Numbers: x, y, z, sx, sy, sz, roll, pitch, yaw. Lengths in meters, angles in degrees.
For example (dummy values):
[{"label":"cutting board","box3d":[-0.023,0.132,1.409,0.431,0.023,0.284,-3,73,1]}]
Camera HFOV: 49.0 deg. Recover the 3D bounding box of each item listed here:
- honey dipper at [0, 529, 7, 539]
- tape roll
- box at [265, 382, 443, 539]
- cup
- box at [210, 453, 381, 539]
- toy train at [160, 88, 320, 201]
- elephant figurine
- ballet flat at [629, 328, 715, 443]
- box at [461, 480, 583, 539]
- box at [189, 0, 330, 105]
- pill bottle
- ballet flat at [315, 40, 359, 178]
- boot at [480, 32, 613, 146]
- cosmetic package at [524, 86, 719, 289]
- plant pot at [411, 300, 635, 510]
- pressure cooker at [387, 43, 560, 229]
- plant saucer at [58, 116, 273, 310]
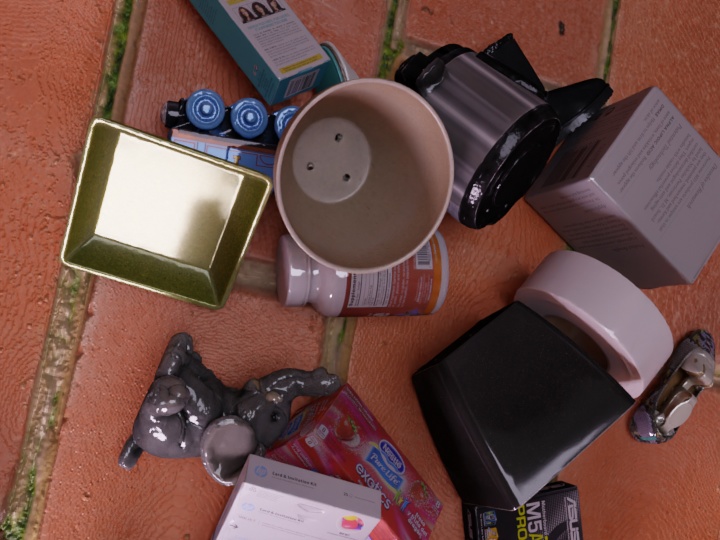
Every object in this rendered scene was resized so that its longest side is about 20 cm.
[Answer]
[{"label":"honey dipper","box3d":[-0.437,0.210,0.852,0.037,0.038,0.203,-22,92,-18]},{"label":"tape roll","box3d":[0.295,0.071,1.012,0.071,0.202,0.203,-46,100,-15]},{"label":"box","box3d":[-0.006,0.250,0.940,0.201,0.099,0.096,52,38,-8]},{"label":"cup","box3d":[-0.013,-0.114,0.880,0.196,0.143,0.204,-5,107,-18]},{"label":"box","box3d":[-0.083,0.300,0.886,0.153,0.202,0.042,18,38,-11]},{"label":"toy train","box3d":[-0.143,-0.146,0.947,0.196,0.087,0.117,7,94,-20]},{"label":"elephant figurine","box3d":[-0.146,0.169,0.895,0.197,0.156,0.143,25,51,-11]},{"label":"ballet flat","box3d":[0.466,0.168,1.130,0.072,0.072,0.201,44,75,-11]},{"label":"box","box3d":[0.222,0.397,1.050,0.157,0.044,0.204,-4,88,-18]},{"label":"box","box3d":[-0.129,-0.296,0.933,0.082,0.049,0.201,-30,77,-34]},{"label":"pill bottle","box3d":[0.000,0.000,0.967,0.196,0.112,0.115,0,87,-17]},{"label":"ballet flat","box3d":[-0.008,-0.192,1.007,0.068,0.069,0.204,-19,97,-18]},{"label":"boot","box3d":[0.238,-0.252,1.084,0.198,0.073,0.163,-39,93,-18]},{"label":"cosmetic package","box3d":[0.368,-0.102,1.064,0.200,0.165,0.166,42,75,-12]},{"label":"plant pot","box3d":[0.177,0.157,0.983,0.198,0.200,0.179,-34,84,-16]},{"label":"pressure cooker","box3d":[0.119,-0.172,0.958,0.200,0.178,0.177,41,42,22]},{"label":"plant saucer","box3d":[-0.219,-0.067,0.889,0.197,0.048,0.201,18,125,-15]}]
